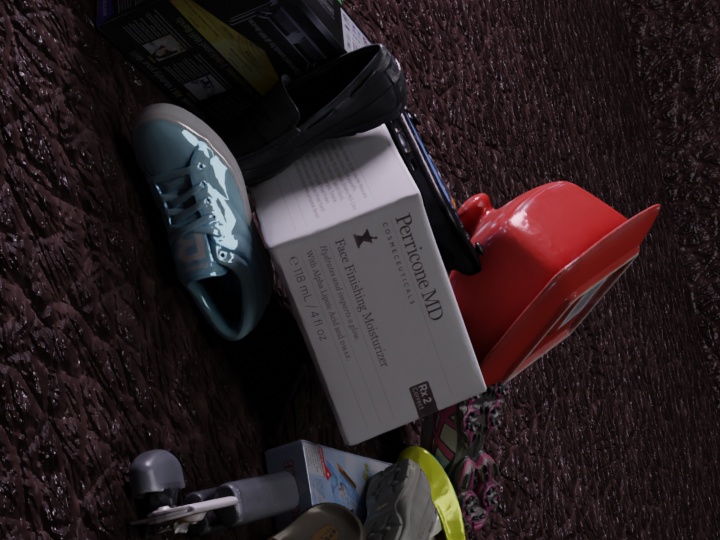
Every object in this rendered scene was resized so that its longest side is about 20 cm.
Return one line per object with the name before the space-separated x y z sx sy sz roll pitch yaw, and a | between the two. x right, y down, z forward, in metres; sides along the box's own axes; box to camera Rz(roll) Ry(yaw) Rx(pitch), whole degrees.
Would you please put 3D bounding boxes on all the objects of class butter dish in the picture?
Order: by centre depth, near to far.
butter dish | 0.146 -0.009 1.485 0.148 0.201 0.199 46 42 14

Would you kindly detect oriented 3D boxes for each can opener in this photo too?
can opener | -0.107 0.158 1.185 0.200 0.053 0.068 4 71 -69

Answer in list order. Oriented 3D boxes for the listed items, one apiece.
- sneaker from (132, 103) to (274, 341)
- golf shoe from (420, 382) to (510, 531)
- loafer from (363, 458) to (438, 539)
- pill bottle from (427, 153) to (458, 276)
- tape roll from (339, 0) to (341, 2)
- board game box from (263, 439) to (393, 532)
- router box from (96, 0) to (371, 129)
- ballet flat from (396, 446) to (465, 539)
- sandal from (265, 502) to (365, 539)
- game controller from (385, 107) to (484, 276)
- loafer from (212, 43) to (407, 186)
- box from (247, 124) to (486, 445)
sneaker | -0.122 -0.034 1.265 0.082 0.073 0.201 -81 147 -58
golf shoe | 0.091 0.148 1.575 0.072 0.091 0.203 -5 106 -45
loafer | 0.031 0.231 1.337 0.070 0.069 0.200 56 24 -14
pill bottle | 0.062 -0.010 1.572 0.201 0.105 0.107 61 24 -29
tape roll | -0.076 -0.273 1.604 0.201 0.048 0.202 50 31 -45
board game box | -0.006 0.258 1.379 0.199 0.041 0.203 28 49 -61
router box | -0.099 -0.195 1.333 0.200 0.156 0.053 44 34 -53
ballet flat | 0.068 0.269 1.533 0.067 0.066 0.203 -16 90 -55
sandal | -0.047 0.229 1.207 0.081 0.055 0.200 33 36 12
game controller | 0.056 -0.088 1.426 0.105 0.042 0.201 70 -3 -53
loafer | -0.059 -0.130 1.326 0.071 0.198 0.069 62 6 -47
box | 0.000 0.000 1.362 0.200 0.129 0.201 -113 -178 -62
